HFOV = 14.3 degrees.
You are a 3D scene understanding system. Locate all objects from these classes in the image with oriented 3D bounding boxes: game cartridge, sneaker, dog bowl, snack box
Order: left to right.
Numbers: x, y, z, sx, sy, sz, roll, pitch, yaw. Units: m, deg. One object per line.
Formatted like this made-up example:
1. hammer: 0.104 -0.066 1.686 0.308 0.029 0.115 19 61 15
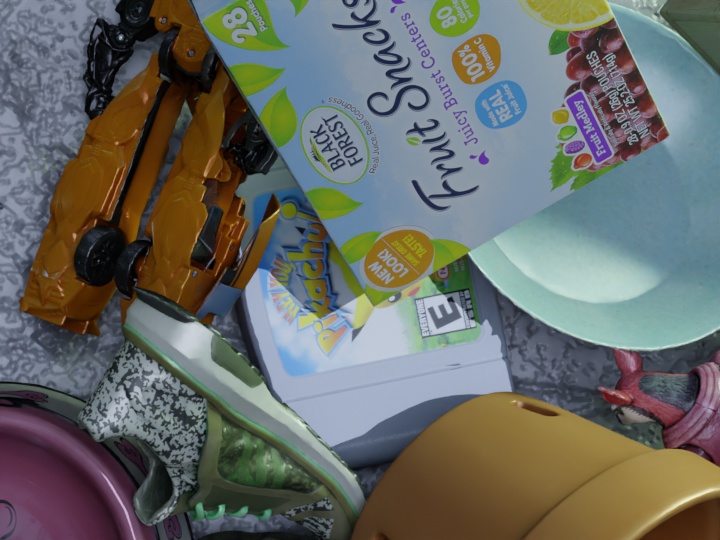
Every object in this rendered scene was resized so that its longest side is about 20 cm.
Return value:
1. dog bowl: -0.182 0.151 1.400 0.200 0.074 0.201 0 83 3
2. sneaker: -0.072 0.091 1.387 0.089 0.077 0.200 -47 130 -7
3. game cartridge: 0.000 0.000 1.479 0.133 0.040 0.200 -12 89 -6
4. snack box: 0.030 -0.103 1.331 0.168 0.068 0.200 -29 130 1

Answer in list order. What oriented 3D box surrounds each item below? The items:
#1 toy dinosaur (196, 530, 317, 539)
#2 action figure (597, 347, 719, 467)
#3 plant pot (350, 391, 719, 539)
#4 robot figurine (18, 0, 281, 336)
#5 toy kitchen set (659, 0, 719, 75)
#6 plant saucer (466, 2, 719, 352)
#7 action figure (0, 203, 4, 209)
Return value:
1. toy dinosaur: -0.036 0.168 1.459 0.200 0.047 0.088 -6 81 -13
2. action figure: 0.207 0.096 1.458 0.200 0.149 0.134 22 89 -21
3. plant pot: 0.088 0.152 1.406 0.200 0.200 0.140 -46 55 -9
4. robot figurine: -0.090 -0.055 1.432 0.145 0.058 0.200 21 86 34
5. toy kitchen set: 0.305 -0.142 1.455 0.180 0.163 0.200 43 81 -17
6. plant saucer: 0.118 -0.045 1.477 0.201 0.039 0.201 10 62 -20
7. action figure: -0.273 -0.050 1.403 0.200 0.102 0.119 14 73 -7
